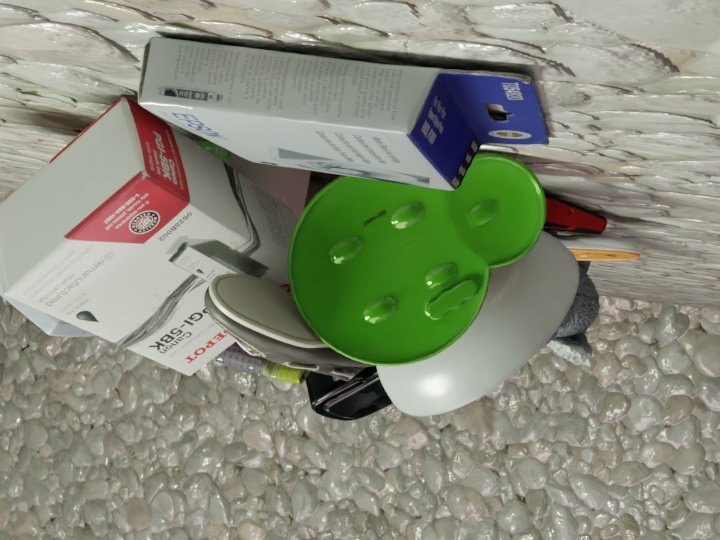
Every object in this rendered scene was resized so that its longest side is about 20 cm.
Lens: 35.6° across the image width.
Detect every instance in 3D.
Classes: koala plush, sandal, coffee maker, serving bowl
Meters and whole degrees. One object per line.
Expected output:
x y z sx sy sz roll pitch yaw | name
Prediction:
0.200 0.030 1.264 0.199 0.179 0.183 15 161 -43 | koala plush
0.173 -0.004 1.107 0.204 0.060 0.079 2 170 11 | sandal
-0.027 0.069 1.306 0.134 0.202 0.192 6 147 -39 | coffee maker
0.085 0.028 0.955 0.066 0.200 0.200 47 162 -19 | serving bowl

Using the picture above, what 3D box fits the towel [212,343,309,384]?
-0.121 0.037 1.219 0.198 0.144 0.023 18 156 22 | towel

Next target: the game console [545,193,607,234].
0.114 -0.060 1.069 0.199 0.031 0.176 7 -178 34 | game console

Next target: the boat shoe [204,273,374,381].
-0.051 0.054 0.868 0.199 0.057 0.067 16 -146 -48 | boat shoe

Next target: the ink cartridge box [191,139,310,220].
-0.159 -0.077 1.011 0.199 0.068 0.117 7 176 35 | ink cartridge box

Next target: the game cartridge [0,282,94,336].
-0.276 0.006 1.077 0.133 0.041 0.200 41 -166 6 | game cartridge

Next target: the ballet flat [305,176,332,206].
-0.020 -0.065 1.124 0.063 0.068 0.200 -21 173 11 | ballet flat

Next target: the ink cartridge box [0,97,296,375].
-0.151 -0.016 0.850 0.146 0.083 0.200 -37 142 18 | ink cartridge box

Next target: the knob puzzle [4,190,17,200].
-0.267 -0.047 0.964 0.217 0.031 0.220 12 179 0 | knob puzzle

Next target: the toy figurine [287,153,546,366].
0.045 -0.036 0.898 0.199 0.151 0.184 -30 -169 9 | toy figurine

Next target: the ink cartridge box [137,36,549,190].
0.003 -0.081 0.640 0.198 0.041 0.200 7 178 13 | ink cartridge box
